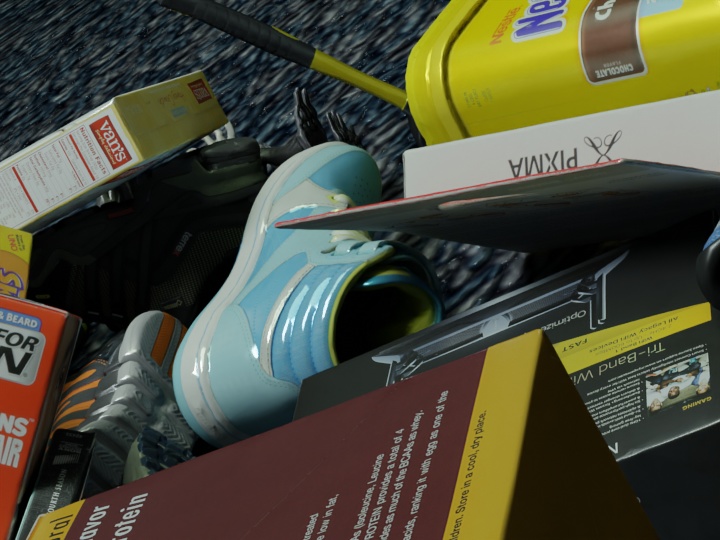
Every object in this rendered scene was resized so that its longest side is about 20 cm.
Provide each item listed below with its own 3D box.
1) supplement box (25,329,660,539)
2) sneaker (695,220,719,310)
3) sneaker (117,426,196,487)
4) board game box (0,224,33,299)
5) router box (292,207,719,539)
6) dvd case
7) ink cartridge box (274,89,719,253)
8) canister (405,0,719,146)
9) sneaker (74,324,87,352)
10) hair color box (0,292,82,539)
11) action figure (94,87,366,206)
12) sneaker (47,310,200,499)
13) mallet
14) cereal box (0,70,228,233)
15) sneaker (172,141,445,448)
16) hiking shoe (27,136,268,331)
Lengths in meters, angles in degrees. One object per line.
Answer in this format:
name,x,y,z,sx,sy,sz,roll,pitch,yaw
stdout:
supplement box,-0.014,0.151,0.591,0.199,0.133,0.198,-22,23,22
sneaker,0.207,-0.007,0.686,0.199,0.079,0.089,-11,14,39
sneaker,-0.089,0.129,0.812,0.085,0.077,0.200,-50,5,10
board game box,-0.190,0.086,0.950,0.096,0.030,0.201,131,149,-50
router box,0.062,0.068,0.777,0.199,0.052,0.158,-23,24,19
dvd case,-0.138,0.170,0.740,0.022,0.147,0.200,15,27,-6
ink cartridge box,0.091,-0.044,0.857,0.176,0.045,0.199,6,-10,-44
canister,0.142,-0.126,1.046,0.199,0.087,0.149,-9,31,41
sneaker,-0.216,0.036,1.181,0.075,0.077,0.200,-29,21,10
hair color box,-0.169,0.107,0.800,0.111,0.063,0.201,159,125,-84
action figure,-0.098,-0.050,1.162,0.199,0.103,0.119,-18,-10,24
sneaker,-0.137,0.110,0.942,0.112,0.078,0.200,-33,18,26
mallet,-0.021,-0.120,1.135,0.041,0.199,0.066,-63,5,15
cereal box,-0.179,-0.041,1.054,0.199,0.040,0.144,-28,4,17
sneaker,0.000,0.000,0.975,0.130,0.080,0.201,-16,36,37
hiking shoe,-0.124,0.010,1.075,0.199,0.101,0.076,-28,0,21
